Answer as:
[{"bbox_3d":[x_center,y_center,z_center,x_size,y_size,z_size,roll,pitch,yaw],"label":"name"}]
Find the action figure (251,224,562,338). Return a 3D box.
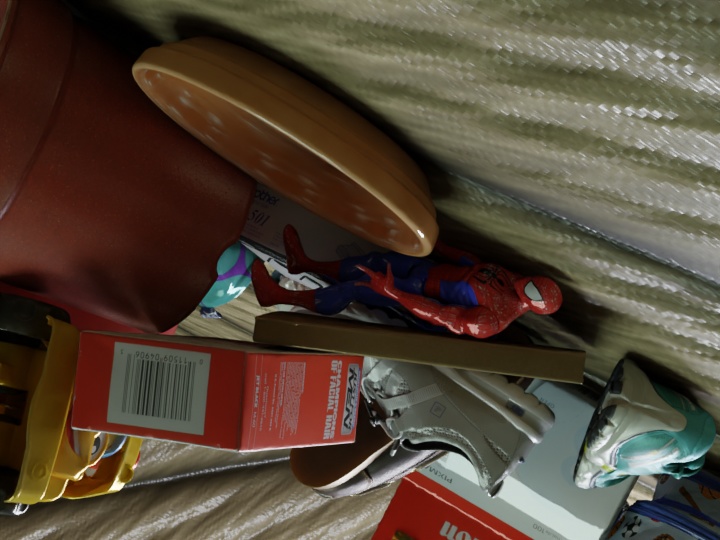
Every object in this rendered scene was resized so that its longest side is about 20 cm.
[{"bbox_3d":[0.030,0.006,1.284,0.200,0.065,0.052,9,123,28],"label":"action figure"}]

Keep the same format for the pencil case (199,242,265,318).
[{"bbox_3d":[-0.164,-0.046,1.686,0.092,0.085,0.200,-11,144,37],"label":"pencil case"}]

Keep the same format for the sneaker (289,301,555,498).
[{"bbox_3d":[0.028,0.083,1.441,0.200,0.082,0.075,27,172,20],"label":"sneaker"}]

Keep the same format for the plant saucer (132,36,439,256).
[{"bbox_3d":[-0.037,-0.075,1.211,0.200,0.037,0.200,31,173,4],"label":"plant saucer"}]

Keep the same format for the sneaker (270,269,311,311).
[{"bbox_3d":[-0.026,0.028,1.691,0.081,0.075,0.200,53,162,-12],"label":"sneaker"}]

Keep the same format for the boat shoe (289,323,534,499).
[{"bbox_3d":[0.045,0.101,1.521,0.070,0.200,0.070,32,-146,-56],"label":"boat shoe"}]

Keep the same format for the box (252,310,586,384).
[{"bbox_3d":[0.042,0.048,1.330,0.200,0.021,0.163,8,179,6],"label":"box"}]

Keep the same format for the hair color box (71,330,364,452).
[{"bbox_3d":[-0.083,0.074,1.314,0.111,0.064,0.200,6,180,20],"label":"hair color box"}]

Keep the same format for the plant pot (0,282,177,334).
[{"bbox_3d":[-0.191,-0.037,1.511,0.200,0.177,0.200,30,171,5],"label":"plant pot"}]

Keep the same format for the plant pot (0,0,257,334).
[{"bbox_3d":[-0.182,-0.064,1.328,0.195,0.201,0.201,26,175,-24],"label":"plant pot"}]

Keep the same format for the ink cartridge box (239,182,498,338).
[{"bbox_3d":[0.000,0.000,1.497,0.200,0.044,0.094,24,171,39],"label":"ink cartridge box"}]

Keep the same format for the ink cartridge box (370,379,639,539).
[{"bbox_3d":[0.105,0.166,1.561,0.160,0.200,0.047,29,-170,14],"label":"ink cartridge box"}]

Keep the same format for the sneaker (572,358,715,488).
[{"bbox_3d":[0.189,0.116,1.407,0.080,0.078,0.200,22,171,5],"label":"sneaker"}]

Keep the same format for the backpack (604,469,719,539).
[{"bbox_3d":[0.260,0.234,1.574,0.200,0.154,0.191,23,178,8],"label":"backpack"}]

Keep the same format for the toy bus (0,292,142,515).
[{"bbox_3d":[-0.206,0.095,1.369,0.192,0.136,0.200,21,170,-42],"label":"toy bus"}]
